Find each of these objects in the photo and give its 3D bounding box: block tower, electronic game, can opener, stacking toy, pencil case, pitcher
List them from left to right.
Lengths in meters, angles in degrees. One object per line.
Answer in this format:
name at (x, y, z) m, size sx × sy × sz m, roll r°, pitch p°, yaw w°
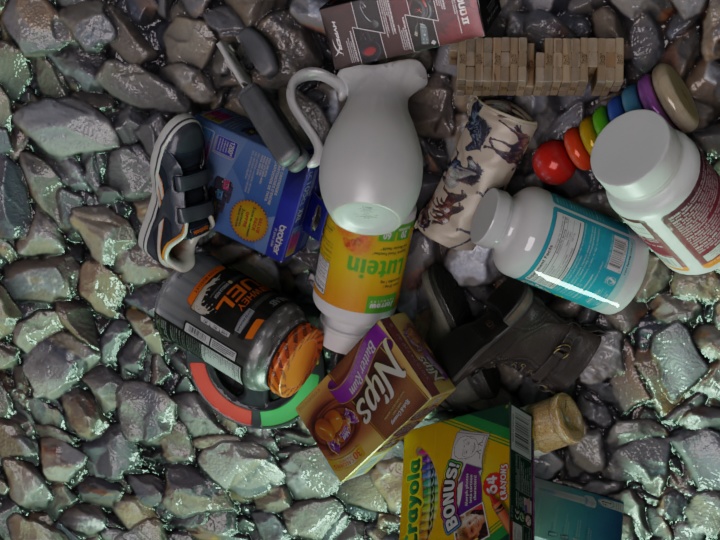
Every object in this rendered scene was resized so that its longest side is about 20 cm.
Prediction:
electronic game at (-0.143, 0.123, 1.734) m, size 0.197 × 0.042 × 0.202 m, roll 5°, pitch 112°, yaw 12°
can opener at (-0.110, -0.213, 1.543) m, size 0.067 × 0.053 × 0.201 m, roll -39°, pitch 64°, yaw 14°
pitcher at (-0.009, -0.150, 1.498) m, size 0.169 × 0.202 × 0.122 m, roll 3°, pitch 154°, yaw 4°
pencil case at (0.136, -0.117, 1.551) m, size 0.089 × 0.078 × 0.201 m, roll 36°, pitch 117°, yaw 22°
block tower at (0.200, -0.234, 1.475) m, size 0.197 × 0.054 × 0.059 m, roll 2°, pitch 79°, yaw 3°
stacking toy at (0.291, -0.158, 1.500) m, size 0.199 × 0.085 × 0.086 m, roll -30°, pitch 102°, yaw 28°

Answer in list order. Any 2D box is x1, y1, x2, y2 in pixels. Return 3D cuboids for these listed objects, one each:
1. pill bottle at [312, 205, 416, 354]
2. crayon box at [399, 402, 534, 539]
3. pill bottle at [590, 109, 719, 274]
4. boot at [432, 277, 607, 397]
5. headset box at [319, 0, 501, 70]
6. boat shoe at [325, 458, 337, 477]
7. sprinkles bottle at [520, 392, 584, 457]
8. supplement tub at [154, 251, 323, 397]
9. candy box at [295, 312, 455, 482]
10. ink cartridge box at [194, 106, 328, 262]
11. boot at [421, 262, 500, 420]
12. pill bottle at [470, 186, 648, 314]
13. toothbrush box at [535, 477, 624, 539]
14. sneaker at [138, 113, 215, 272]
pill bottle at (0.000, 0.000, 1.612) m, size 0.110 × 0.111 × 0.202 m, roll 14°, pitch 114°, yaw 8°
crayon box at (0.130, 0.282, 1.578) m, size 0.171 × 0.202 × 0.058 m, roll -21°, pitch 142°, yaw 37°
pill bottle at (0.346, -0.088, 1.441) m, size 0.114 × 0.115 × 0.200 m, roll -30°, pitch 137°, yaw 22°
boot at (0.197, 0.114, 1.594) m, size 0.200 × 0.069 × 0.174 m, roll -45°, pitch 124°, yaw 12°
headset box at (0.070, -0.299, 1.457) m, size 0.198 × 0.149 × 0.076 m, roll -10°, pitch 109°, yaw 17°
boat shoe at (0.029, 0.186, 1.684) m, size 0.071 × 0.091 × 0.200 m, roll 42°, pitch 120°, yaw 0°
sprinkles bottle at (0.190, 0.219, 1.653) m, size 0.199 × 0.068 × 0.069 m, roll -26°, pitch 103°, yaw 34°
supplement tub at (-0.153, 0.071, 1.624) m, size 0.199 × 0.122 × 0.124 m, roll 28°, pitch 116°, yaw 20°
candy box at (0.016, 0.159, 1.586) m, size 0.200 × 0.056 × 0.117 m, roll -47°, pitch 68°, yaw 37°
ink cartridge box at (-0.124, -0.104, 1.606) m, size 0.198 × 0.076 × 0.138 m, roll 24°, pitch 115°, yaw 13°
boot at (0.087, 0.099, 1.657) m, size 0.129 × 0.068 × 0.202 m, roll -18°, pitch 105°, yaw 25°
pill bottle at (0.232, -0.030, 1.515) m, size 0.198 × 0.111 × 0.111 m, roll 21°, pitch 116°, yaw -15°
toothbrush box at (0.236, 0.344, 1.668) m, size 0.198 × 0.147 × 0.086 m, roll 15°, pitch 113°, yaw 7°
sneaker at (-0.213, -0.090, 1.560) m, size 0.079 × 0.078 × 0.202 m, roll 36°, pitch 129°, yaw 26°
